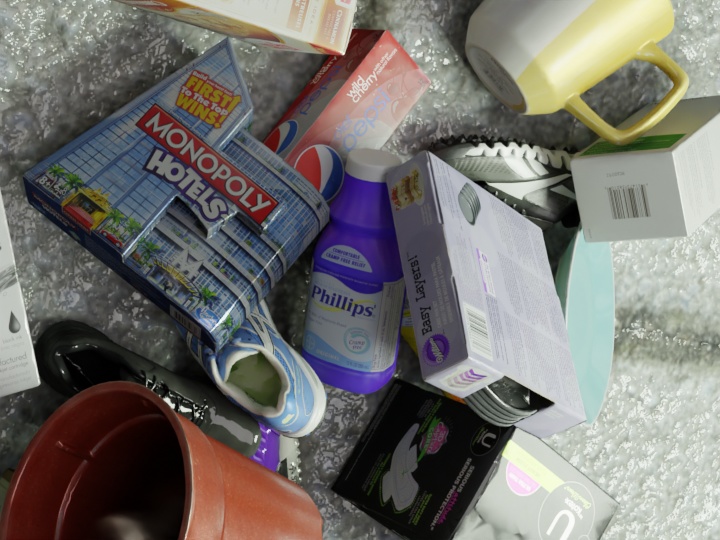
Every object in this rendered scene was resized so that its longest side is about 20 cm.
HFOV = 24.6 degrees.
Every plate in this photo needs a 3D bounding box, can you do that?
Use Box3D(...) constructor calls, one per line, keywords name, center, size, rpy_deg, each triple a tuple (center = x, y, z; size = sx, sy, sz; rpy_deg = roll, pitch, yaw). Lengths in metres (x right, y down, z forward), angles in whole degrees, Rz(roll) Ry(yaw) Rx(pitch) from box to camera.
Box3D(name="plate", center=(0.207, 0.046, 1.551), size=(0.200, 0.025, 0.203), rpy_deg=(2, 90, -69))

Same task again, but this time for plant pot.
Box3D(name="plant pot", center=(-0.139, 0.210, 1.272), size=(0.195, 0.200, 0.203), rpy_deg=(29, 83, -47))

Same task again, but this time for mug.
Box3D(name="mug", center=(0.186, -0.212, 1.471), size=(0.153, 0.186, 0.150), rpy_deg=(-41, 138, -9))

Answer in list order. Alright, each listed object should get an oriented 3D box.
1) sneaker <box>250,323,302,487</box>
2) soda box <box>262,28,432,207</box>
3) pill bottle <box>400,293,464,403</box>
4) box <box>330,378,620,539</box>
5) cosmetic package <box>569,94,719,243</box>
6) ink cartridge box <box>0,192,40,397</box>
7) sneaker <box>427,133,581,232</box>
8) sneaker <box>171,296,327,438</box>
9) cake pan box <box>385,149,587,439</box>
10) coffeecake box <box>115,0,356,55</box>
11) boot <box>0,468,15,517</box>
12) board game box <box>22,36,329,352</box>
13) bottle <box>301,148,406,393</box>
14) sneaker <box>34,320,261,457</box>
Box3D(name="sneaker", center=(-0.108, 0.131, 1.409), size=(0.098, 0.069, 0.203), rpy_deg=(-10, 101, -22))
Box3D(name="soda box", center=(-0.031, -0.112, 1.418), size=(0.070, 0.063, 0.201), rpy_deg=(45, 75, -28))
Box3D(name="pill bottle", center=(0.098, 0.051, 1.492), size=(0.109, 0.109, 0.201), rpy_deg=(-43, 116, -17))
Box3D(name="box", center=(0.099, 0.200, 1.463), size=(0.148, 0.199, 0.125), rpy_deg=(37, 79, -28))
Box3D(name="cosmetic package", center=(0.285, -0.096, 1.534), size=(0.200, 0.107, 0.086), rpy_deg=(-36, 117, -54))
Box3D(name="ink cartridge box", center=(-0.326, 0.003, 1.263), size=(0.115, 0.067, 0.202), rpy_deg=(-16, 106, -26))
Box3D(name="sneaker", center=(0.146, -0.075, 1.525), size=(0.198, 0.066, 0.092), rpy_deg=(4, 93, -33))
Box3D(name="sneaker", center=(-0.104, 0.050, 1.347), size=(0.076, 0.077, 0.200), rpy_deg=(-46, 76, 6))
Box3D(name="cake pan box", center=(0.104, 0.025, 1.341), size=(0.183, 0.052, 0.202), rpy_deg=(26, 45, -47))
Box3D(name="coffeecake box", center=(-0.122, -0.232, 1.294), size=(0.198, 0.153, 0.074), rpy_deg=(13, 92, -31))
Box3D(name="boot", center=(-0.262, 0.279, 1.342), size=(0.200, 0.072, 0.155), rpy_deg=(46, 75, -23))
Box3D(name="board game box", center=(-0.128, -0.076, 1.321), size=(0.199, 0.062, 0.200), rpy_deg=(37, 71, 7))
Box3D(name="bottle", center=(0.000, 0.000, 1.393), size=(0.065, 0.083, 0.202), rpy_deg=(-31, 134, -59))
Box3D(name="sneaker", center=(-0.171, 0.107, 1.330), size=(0.198, 0.091, 0.077), rpy_deg=(23, 87, -12))
